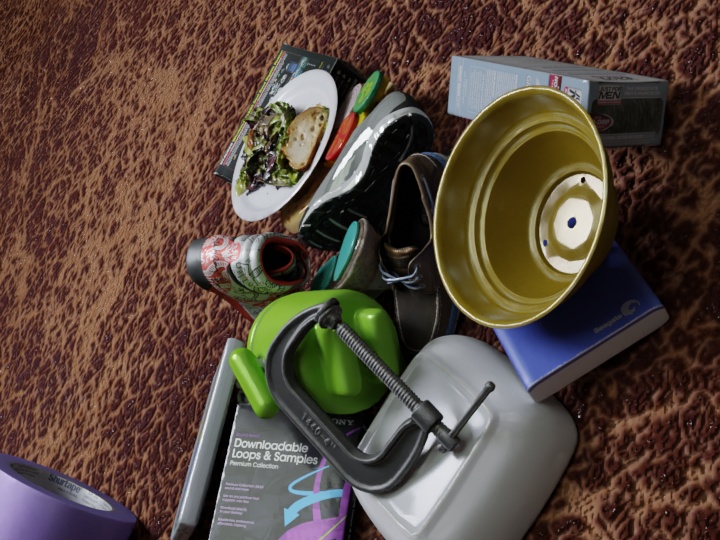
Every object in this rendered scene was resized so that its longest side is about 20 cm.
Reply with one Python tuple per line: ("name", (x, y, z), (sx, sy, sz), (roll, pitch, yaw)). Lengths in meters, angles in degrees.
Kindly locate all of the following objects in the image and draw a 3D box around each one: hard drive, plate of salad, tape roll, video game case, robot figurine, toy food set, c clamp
("hard drive", (0.169, 0.008, 0.994), (0.131, 0.025, 0.201), (-33, 41, 8))
("plate of salad", (-0.100, -0.154, 1.327), (0.199, 0.048, 0.202), (-34, 43, 37))
("tape roll", (-0.375, 0.298, 1.344), (0.199, 0.199, 0.086), (15, 79, 53))
("video game case", (-0.171, 0.194, 1.243), (0.182, 0.022, 0.203), (122, 162, -68))
("robot figurine", (-0.039, 0.078, 1.095), (0.199, 0.174, 0.117), (-5, 101, 60))
("toy food set", (-0.018, -0.135, 1.284), (0.200, 0.048, 0.200), (-66, 16, -16))
("c clamp", (0.005, 0.100, 0.970), (0.199, 0.027, 0.172), (39, 119, 21))

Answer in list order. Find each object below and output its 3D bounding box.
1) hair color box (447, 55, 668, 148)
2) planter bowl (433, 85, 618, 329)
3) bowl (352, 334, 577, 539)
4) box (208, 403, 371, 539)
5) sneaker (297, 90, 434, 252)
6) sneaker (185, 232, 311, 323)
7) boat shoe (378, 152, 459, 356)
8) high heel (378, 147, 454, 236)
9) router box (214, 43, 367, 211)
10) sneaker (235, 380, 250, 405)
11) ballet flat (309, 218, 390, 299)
("hair color box", (0.179, -0.161, 1.049), (0.199, 0.098, 0.062), (26, 117, 55))
("planter bowl", (0.156, -0.046, 0.943), (0.199, 0.083, 0.204), (-18, 66, 49))
("bowl", (0.075, 0.163, 0.994), (0.201, 0.074, 0.200), (-57, 37, 6))
("box", (-0.074, 0.234, 1.104), (0.141, 0.036, 0.203), (1, 63, 18))
("sneaker", (0.004, -0.099, 1.161), (0.201, 0.073, 0.080), (-49, 32, 26))
("sneaker", (-0.087, 0.014, 1.207), (0.107, 0.201, 0.068), (-4, 69, 32))
("boat shoe", (0.050, -0.013, 1.086), (0.071, 0.072, 0.203), (1, 94, 36))
("high heel", (0.079, -0.115, 1.180), (0.200, 0.071, 0.144), (-44, 36, 25))
("router box", (-0.090, -0.182, 1.436), (0.149, 0.062, 0.202), (29, 90, 54))
("sneaker", (-0.104, 0.140, 1.216), (0.074, 0.087, 0.203), (5, 72, 50))
("ballet flat", (0.000, 0.000, 1.151), (0.200, 0.066, 0.069), (135, 151, -69))
